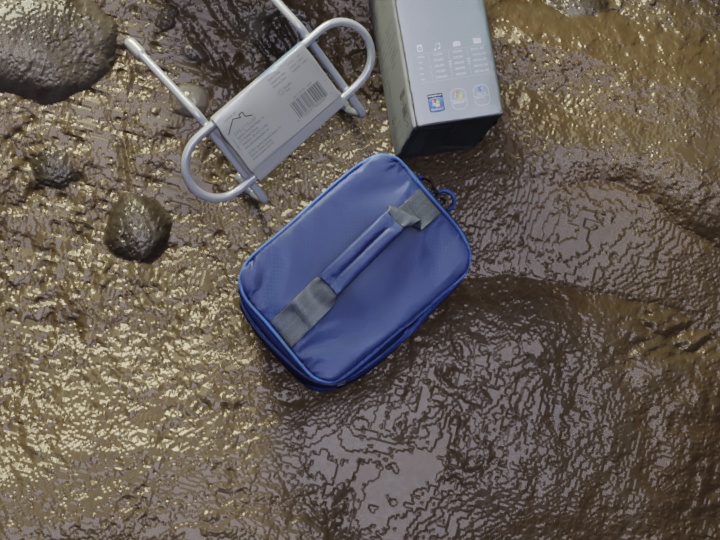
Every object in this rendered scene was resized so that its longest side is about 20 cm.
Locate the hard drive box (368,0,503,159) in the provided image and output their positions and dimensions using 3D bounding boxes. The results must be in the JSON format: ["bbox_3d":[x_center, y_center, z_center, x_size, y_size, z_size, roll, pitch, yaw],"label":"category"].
[{"bbox_3d":[0.055,-0.208,1.369,0.076,0.156,0.202,-9,86,-6],"label":"hard drive box"}]

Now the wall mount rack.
[{"bbox_3d":[-0.093,-0.160,1.375,0.200,0.075,0.174,-41,112,-7],"label":"wall mount rack"}]

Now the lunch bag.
[{"bbox_3d":[0.000,0.000,1.355,0.200,0.132,0.136,-42,89,-7],"label":"lunch bag"}]
